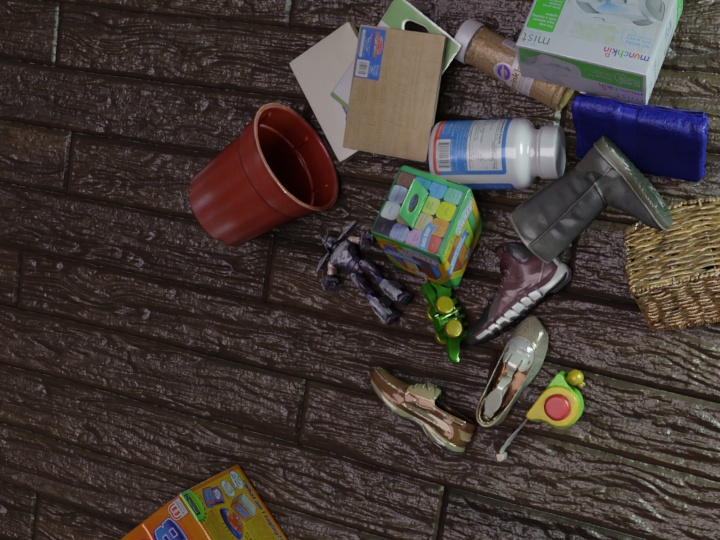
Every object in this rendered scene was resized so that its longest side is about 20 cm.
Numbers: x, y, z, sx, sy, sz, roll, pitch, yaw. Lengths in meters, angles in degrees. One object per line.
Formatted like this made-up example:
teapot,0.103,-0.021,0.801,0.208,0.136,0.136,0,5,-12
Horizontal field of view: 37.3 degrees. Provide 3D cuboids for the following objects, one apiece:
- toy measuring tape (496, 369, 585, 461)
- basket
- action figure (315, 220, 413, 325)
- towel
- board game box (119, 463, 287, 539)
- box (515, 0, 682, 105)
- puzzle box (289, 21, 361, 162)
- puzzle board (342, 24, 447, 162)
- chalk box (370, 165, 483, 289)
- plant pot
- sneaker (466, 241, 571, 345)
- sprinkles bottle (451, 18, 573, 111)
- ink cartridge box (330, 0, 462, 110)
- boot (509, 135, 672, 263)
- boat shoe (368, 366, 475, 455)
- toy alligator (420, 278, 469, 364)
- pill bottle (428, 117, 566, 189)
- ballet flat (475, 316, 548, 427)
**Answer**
toy measuring tape,0.297,0.243,1.699,0.073,0.074,0.200,39,108,16
basket,0.504,-0.012,1.592,0.199,0.149,0.143,-14,56,24
action figure,0.000,0.000,1.809,0.200,0.069,0.130,43,114,18
towel,0.415,-0.201,1.583,0.199,0.148,0.050,16,68,21
board game box,-0.279,0.502,1.895,0.200,0.200,0.200,-39,79,22
box,0.354,-0.358,1.578,0.199,0.097,0.177,19,74,20
puzzle box,-0.024,-0.301,1.816,0.133,0.025,0.201,-29,83,22
puzzle board,0.055,-0.285,1.712,0.150,0.017,0.201,13,101,23
chalk box,0.104,-0.074,1.668,0.124,0.200,0.125,21,78,20
plant pot,-0.175,-0.149,1.814,0.195,0.200,0.201,-29,83,31
sneaker,0.231,0.025,1.714,0.200,0.076,0.116,-38,74,11
sprinkles bottle,0.241,-0.324,1.677,0.200,0.068,0.068,31,106,18
ink cartridge box,0.062,-0.322,1.737,0.145,0.048,0.200,42,108,15
boot,0.340,-0.077,1.593,0.200,0.072,0.182,-45,66,25
boat shoe,0.107,0.222,1.782,0.200,0.076,0.074,38,102,8
toy alligator,0.138,0.054,1.765,0.054,0.059,0.201,-16,77,-21
pill bottle,0.216,-0.182,1.675,0.199,0.112,0.113,2,95,23
ballet flat,0.245,0.169,1.718,0.067,0.062,0.201,27,104,19
